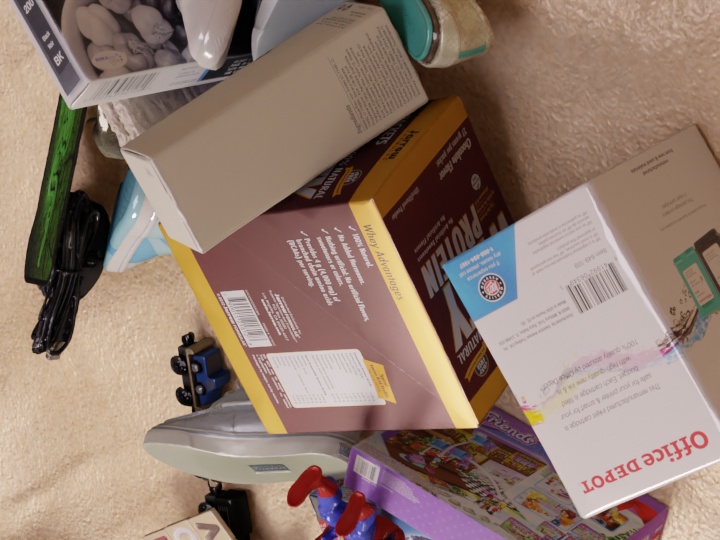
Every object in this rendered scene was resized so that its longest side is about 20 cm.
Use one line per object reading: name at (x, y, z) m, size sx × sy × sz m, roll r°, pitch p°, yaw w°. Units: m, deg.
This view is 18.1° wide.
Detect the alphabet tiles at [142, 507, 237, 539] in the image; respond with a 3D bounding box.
alphabet tiles at (-0.101, 0.297, 1.954) m, size 0.167 × 0.008 × 0.200 m, roll -26°, pitch 103°, yaw 43°

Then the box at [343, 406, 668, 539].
box at (0.107, 0.166, 1.662) m, size 0.200 × 0.137 × 0.039 m, roll 29°, pitch 124°, yaw 27°

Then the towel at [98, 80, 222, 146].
towel at (-0.157, -0.161, 1.703) m, size 0.034 × 0.132 × 0.200 m, roll -32°, pitch 82°, yaw 45°

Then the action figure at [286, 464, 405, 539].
action figure at (-0.020, 0.209, 1.670) m, size 0.065 × 0.200 × 0.099 m, roll 32°, pitch 85°, yaw 18°

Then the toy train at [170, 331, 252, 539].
toy train at (-0.123, 0.148, 1.915) m, size 0.046 × 0.034 × 0.201 m, roll 3°, pitch 111°, yaw 35°

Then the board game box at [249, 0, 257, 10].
board game box at (-0.044, -0.162, 1.715) m, size 0.200 × 0.039 × 0.158 m, roll 52°, pitch 137°, yaw 17°

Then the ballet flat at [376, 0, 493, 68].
ballet flat at (0.033, -0.216, 1.606) m, size 0.200 × 0.062 × 0.068 m, roll 63°, pitch 147°, yaw 32°

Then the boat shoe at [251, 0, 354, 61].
boat shoe at (-0.043, -0.229, 1.619) m, size 0.091 × 0.071 × 0.201 m, roll -112°, pitch 28°, yaw -46°

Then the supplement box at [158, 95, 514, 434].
supplement box at (0.000, 0.000, 1.644) m, size 0.200 × 0.133 × 0.198 m, roll -5°, pitch 122°, yaw 38°

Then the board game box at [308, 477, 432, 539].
board game box at (0.051, 0.245, 1.795) m, size 0.199 × 0.062 × 0.201 m, roll 22°, pitch 122°, yaw 33°

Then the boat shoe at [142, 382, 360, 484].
boat shoe at (-0.085, 0.130, 1.849) m, size 0.200 × 0.072 × 0.070 m, roll -2°, pitch 149°, yaw 30°

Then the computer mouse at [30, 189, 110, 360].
computer mouse at (-0.234, -0.009, 1.872) m, size 0.053 × 0.200 × 0.139 m, roll 13°, pitch 99°, yaw -11°

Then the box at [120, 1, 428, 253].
box at (-0.058, -0.101, 1.562) m, size 0.068 × 0.200 × 0.082 m, roll 24°, pitch 144°, yaw 63°

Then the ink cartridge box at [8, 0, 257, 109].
ink cartridge box at (-0.179, -0.221, 1.653) m, size 0.043 × 0.198 × 0.200 m, roll -43°, pitch 73°, yaw 40°

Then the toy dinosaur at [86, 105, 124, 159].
toy dinosaur at (-0.173, -0.123, 1.776) m, size 0.077 × 0.200 × 0.102 m, roll 30°, pitch 105°, yaw -5°

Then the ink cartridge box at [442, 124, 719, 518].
ink cartridge box at (0.189, 0.035, 1.530) m, size 0.147 × 0.146 × 0.200 m, roll -30°, pitch 88°, yaw 43°

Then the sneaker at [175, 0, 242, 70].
sneaker at (-0.124, -0.230, 1.635) m, size 0.088 × 0.201 × 0.075 m, roll 10°, pitch 144°, yaw -12°

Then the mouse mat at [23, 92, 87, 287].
mouse mat at (-0.242, -0.086, 1.820) m, size 0.161 × 0.008 × 0.201 m, roll -177°, pitch 99°, yaw -74°

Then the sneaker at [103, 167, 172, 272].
sneaker at (-0.135, -0.032, 1.822) m, size 0.200 × 0.130 × 0.080 m, roll 143°, pitch 138°, yaw -74°
